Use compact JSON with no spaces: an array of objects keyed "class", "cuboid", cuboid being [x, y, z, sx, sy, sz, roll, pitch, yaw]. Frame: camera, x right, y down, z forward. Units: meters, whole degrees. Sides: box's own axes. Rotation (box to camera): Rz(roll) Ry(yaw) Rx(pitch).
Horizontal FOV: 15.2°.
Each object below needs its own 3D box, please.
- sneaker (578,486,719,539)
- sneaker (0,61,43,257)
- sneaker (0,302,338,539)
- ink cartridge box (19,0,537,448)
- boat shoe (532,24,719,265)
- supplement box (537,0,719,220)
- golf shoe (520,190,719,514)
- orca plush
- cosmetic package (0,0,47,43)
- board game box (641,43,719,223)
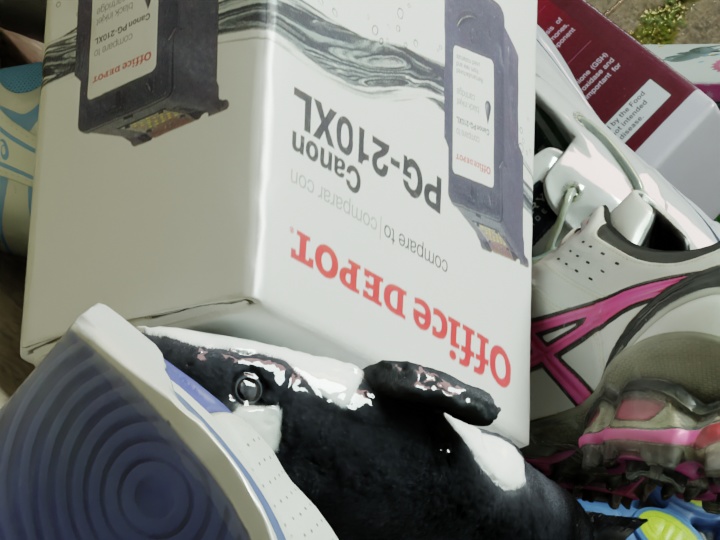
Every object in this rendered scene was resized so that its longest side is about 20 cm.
[{"class":"sneaker","cuboid":[0.119,0.117,0.894,0.199,0.083,0.071,27,50,11]},{"class":"sneaker","cuboid":[-0.078,-0.038,0.865,0.072,0.072,0.200,33,6,14]},{"class":"sneaker","cuboid":[-0.004,0.100,0.552,0.199,0.081,0.115,46,8,4]},{"class":"ink cartridge box","cuboid":[-0.017,-0.054,0.778,0.145,0.084,0.201,29,57,-50]},{"class":"boat shoe","cuboid":[0.064,-0.015,0.892,0.067,0.074,0.200,12,33,-52]},{"class":"supplement box","cuboid":[0.039,-0.063,1.012,0.200,0.109,0.061,43,-2,34]},{"class":"golf shoe","cuboid":[0.075,0.025,0.822,0.072,0.093,0.200,19,-12,-30]},{"class":"orca plush","cuboid":[0.001,0.079,0.733,0.105,0.071,0.200,-6,-24,26]},{"class":"cosmetic package","cuboid":[-0.101,-0.146,0.934,0.199,0.123,0.200,20,0,36]},{"class":"board game box","cuboid":[0.152,-0.010,1.040,0.199,0.148,0.064,2,17,40]}]
